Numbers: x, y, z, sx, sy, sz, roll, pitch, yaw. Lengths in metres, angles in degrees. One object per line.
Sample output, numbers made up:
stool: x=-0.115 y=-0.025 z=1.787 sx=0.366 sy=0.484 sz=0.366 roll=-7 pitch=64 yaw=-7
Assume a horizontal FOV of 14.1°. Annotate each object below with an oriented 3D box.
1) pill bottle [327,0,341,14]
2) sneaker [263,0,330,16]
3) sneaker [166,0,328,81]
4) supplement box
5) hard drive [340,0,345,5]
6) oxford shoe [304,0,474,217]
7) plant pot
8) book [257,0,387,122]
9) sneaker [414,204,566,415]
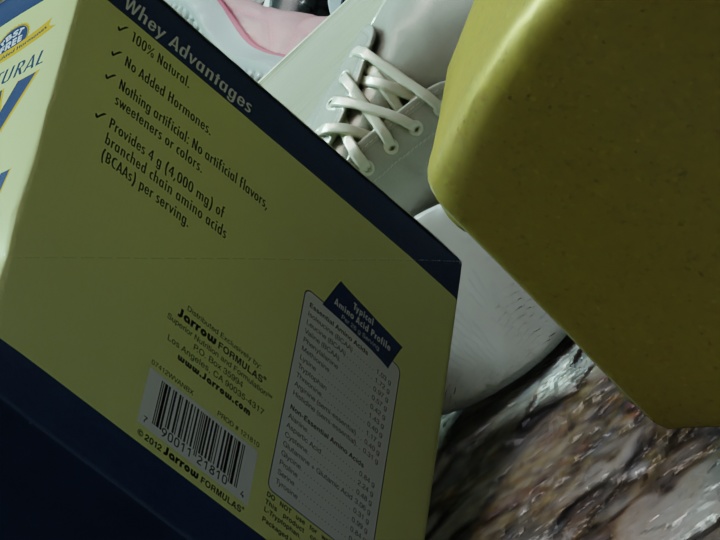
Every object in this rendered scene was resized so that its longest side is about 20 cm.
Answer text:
pill bottle: x=0.057 y=-0.193 z=1.585 sx=0.111 sy=0.111 sz=0.200 roll=-24 pitch=23 yaw=45
sneaker: x=-0.024 y=-0.130 z=1.630 sx=0.201 sy=0.076 sz=0.088 roll=-63 pitch=20 yaw=9
sneaker: x=-0.026 y=-0.093 z=1.432 sx=0.104 sy=0.076 sz=0.200 roll=-8 pitch=20 yaw=-23
supplement box: x=-0.085 y=0.039 z=1.006 sx=0.134 sy=0.200 sz=0.200 roll=-28 pitch=35 yaw=34
hard drive: x=0.073 y=-0.193 z=1.410 sx=0.200 sy=0.134 sz=0.042 roll=120 pitch=147 yaw=-54
oxford shoe: x=0.010 y=-0.056 z=1.159 sx=0.200 sy=0.075 sz=0.058 roll=-57 pitch=-24 yaw=-3
plant pot: x=0.132 y=-0.066 z=0.924 sx=0.200 sy=0.194 sz=0.196 roll=-41 pitch=14 yaw=19
book: x=-0.012 y=-0.065 z=1.267 sx=0.200 sy=0.048 sz=0.134 roll=-45 pitch=-11 yaw=6
sneaker: x=0.068 y=-0.013 z=1.162 sx=0.200 sy=0.075 sz=0.089 roll=-46 pitch=-4 yaw=-12
